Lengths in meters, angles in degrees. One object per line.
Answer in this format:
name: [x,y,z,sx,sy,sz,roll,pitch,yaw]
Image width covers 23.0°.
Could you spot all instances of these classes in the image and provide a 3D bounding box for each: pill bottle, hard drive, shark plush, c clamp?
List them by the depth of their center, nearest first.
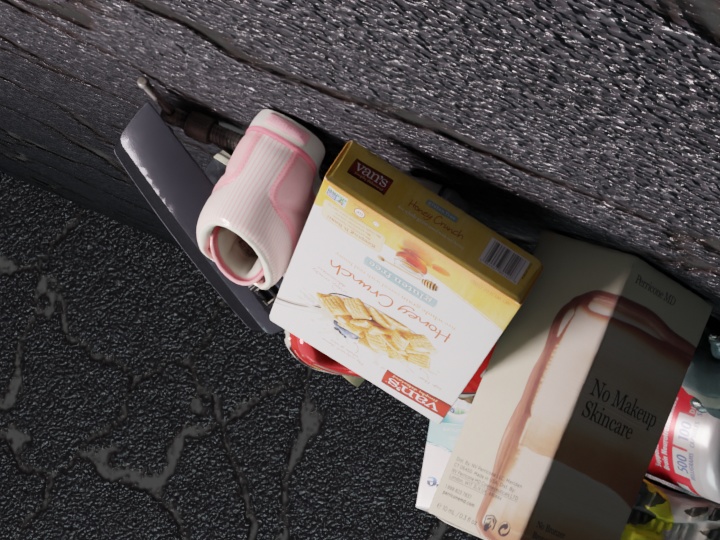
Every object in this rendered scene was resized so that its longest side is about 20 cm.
shark plush: [0.258,0.055,1.227,0.200,0.091,0.084,41,164,39]
c clamp: [-0.063,-0.080,1.344,0.198,0.027,0.171,24,176,12]
pill bottle: [0.224,0.097,1.356,0.199,0.113,0.112,20,174,43]
hard drive: [-0.119,-0.035,1.364,0.201,0.042,0.135,53,171,-7]

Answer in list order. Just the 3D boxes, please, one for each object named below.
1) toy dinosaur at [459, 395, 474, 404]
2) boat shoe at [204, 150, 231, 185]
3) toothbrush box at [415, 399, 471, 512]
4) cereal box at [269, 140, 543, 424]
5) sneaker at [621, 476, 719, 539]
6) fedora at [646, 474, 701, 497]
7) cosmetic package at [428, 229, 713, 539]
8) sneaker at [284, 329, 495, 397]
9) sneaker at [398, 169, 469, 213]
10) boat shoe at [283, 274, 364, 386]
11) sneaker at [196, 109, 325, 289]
toy dinosaur: [0.089,0.062,1.393,0.085,0.202,0.136,-20,170,-2]
boat shoe: [-0.081,-0.044,1.446,0.074,0.062,0.200,39,177,-33]
toothbrush box: [0.125,0.119,1.505,0.084,0.202,0.146,4,169,24]
cereal box: [0.024,0.014,1.142,0.143,0.040,0.200,32,150,4]
sneaker: [0.225,0.189,1.351,0.199,0.075,0.085,31,180,-28]
fedora: [0.314,0.157,1.423,0.198,0.178,0.091,4,149,-5]
cosmetic package: [0.138,0.090,1.149,0.103,0.202,0.087,25,175,-41]
sneaker: [0.044,0.057,1.278,0.198,0.078,0.085,0,-178,-2]
sneaker: [0.026,-0.034,1.219,0.070,0.073,0.200,33,167,0]
boat shoe: [-0.050,0.008,1.553,0.200,0.068,0.075,45,-178,3]
sneaker: [-0.070,-0.032,1.245,0.075,0.105,0.200,25,166,7]
